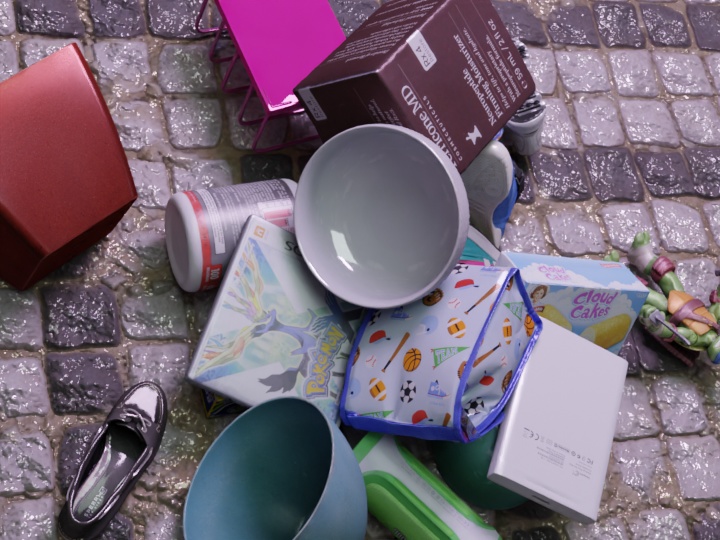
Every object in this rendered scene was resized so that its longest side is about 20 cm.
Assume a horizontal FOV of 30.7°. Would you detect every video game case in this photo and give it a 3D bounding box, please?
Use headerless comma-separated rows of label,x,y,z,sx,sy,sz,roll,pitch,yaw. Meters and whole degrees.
video game case,-0.078,0.065,1.457,0.181,0.022,0.202,25,72,-15

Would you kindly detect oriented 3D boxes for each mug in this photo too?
mug,0.182,0.179,1.525,0.185,0.115,0.152,-37,79,-30

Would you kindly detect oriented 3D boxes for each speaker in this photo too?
speaker,0.066,0.266,1.458,0.200,0.089,0.088,42,59,6

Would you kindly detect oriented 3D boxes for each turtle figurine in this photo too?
turtle figurine,0.402,0.018,1.649,0.144,0.200,0.194,-49,59,-1

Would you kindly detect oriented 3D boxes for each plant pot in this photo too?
plant pot,-0.362,-0.097,1.448,0.199,0.200,0.177,-37,91,-30
plant pot,-0.069,0.254,1.378,0.135,0.199,0.202,43,51,-37

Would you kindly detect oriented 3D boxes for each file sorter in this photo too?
file sorter,-0.106,-0.267,1.648,0.138,0.126,0.202,-17,72,-26

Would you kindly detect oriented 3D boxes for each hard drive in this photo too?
hard drive,0.223,0.164,1.462,0.131,0.026,0.202,26,59,-12

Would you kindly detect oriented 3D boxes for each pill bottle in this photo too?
pill bottle,-0.121,-0.046,1.537,0.198,0.116,0.117,-9,67,-22

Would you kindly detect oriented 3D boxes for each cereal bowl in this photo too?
cereal bowl,0.030,-0.061,1.435,0.201,0.200,0.083,50,23,11

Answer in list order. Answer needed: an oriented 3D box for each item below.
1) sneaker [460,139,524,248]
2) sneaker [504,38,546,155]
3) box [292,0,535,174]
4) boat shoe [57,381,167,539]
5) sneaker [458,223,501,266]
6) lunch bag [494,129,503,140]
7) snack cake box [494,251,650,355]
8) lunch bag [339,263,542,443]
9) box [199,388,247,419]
sneaker,0.160,-0.115,1.625,0.076,0.201,0.112,11,53,13
sneaker,0.206,-0.237,1.776,0.074,0.081,0.201,-14,46,7
box,0.065,-0.211,1.535,0.200,0.163,0.167,-48,116,-30
boat shoe,-0.258,0.199,1.400,0.066,0.057,0.201,28,59,-3
sneaker,0.149,0.035,1.608,0.199,0.083,0.121,36,72,-16
lunch bag,0.079,-0.180,1.699,0.199,0.076,0.161,-28,78,-29
snack cake box,0.238,0.048,1.575,0.198,0.116,0.067,4,32,-33
lunch bag,0.085,0.099,1.444,0.124,0.169,0.201,58,48,-37
box,-0.084,0.111,1.500,0.198,0.064,0.071,-9,69,-22
